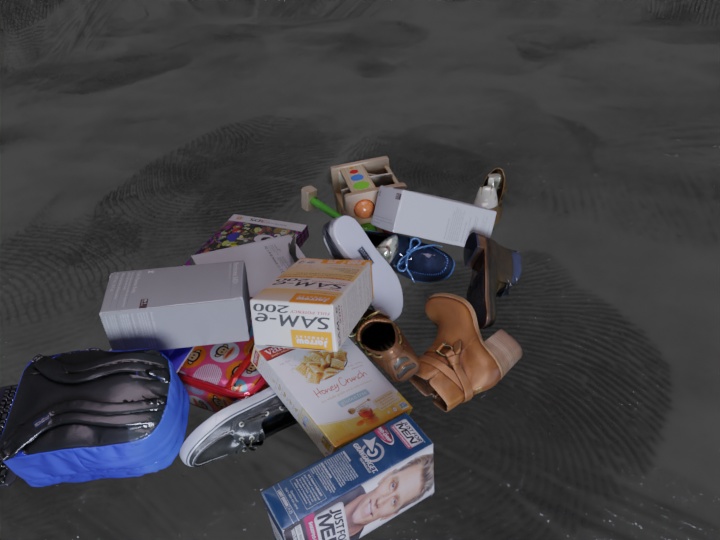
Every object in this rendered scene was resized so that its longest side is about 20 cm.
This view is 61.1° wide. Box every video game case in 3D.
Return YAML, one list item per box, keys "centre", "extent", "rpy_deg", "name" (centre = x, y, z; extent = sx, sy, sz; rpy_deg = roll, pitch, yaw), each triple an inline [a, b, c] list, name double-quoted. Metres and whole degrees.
- centre: [-0.226, -0.040, 1.230]
  extent: [0.181, 0.036, 0.200]
  rpy_deg: [10, 39, 20]
  name: "video game case"

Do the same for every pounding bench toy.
- centre: [-0.015, -0.128, 1.245]
  extent: [0.199, 0.125, 0.156]
  rpy_deg: [-12, 37, -8]
  name: "pounding bench toy"

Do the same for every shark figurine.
- centre: [-0.034, 0.000, 1.119]
  extent: [0.214, 0.129, 0.089]
  rpy_deg: [0, 4, 10]
  name: "shark figurine"

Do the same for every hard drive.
- centre: [-0.191, 0.002, 1.114]
  extent: [0.200, 0.026, 0.132]
  rpy_deg: [-15, 51, -31]
  name: "hard drive"

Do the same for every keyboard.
- centre: [-0.555, 0.246, 0.903]
  extent: [0.127, 0.021, 0.200]
  rpy_deg: [-11, 35, -7]
  name: "keyboard"

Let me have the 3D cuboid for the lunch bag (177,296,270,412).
- centre: [-0.171, 0.136, 0.951]
  extent: [0.176, 0.082, 0.200]
  rpy_deg: [14, 42, 20]
  name: "lunch bag"

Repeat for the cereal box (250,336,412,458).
- centre: [-0.043, 0.159, 0.863]
  extent: [0.144, 0.040, 0.200]
  rpy_deg: [-17, 49, -39]
  name: "cereal box"

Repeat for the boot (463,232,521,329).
- centre: [0.235, 0.020, 1.032]
  extent: [0.097, 0.075, 0.200]
  rpy_deg: [14, 48, -12]
  name: "boot"

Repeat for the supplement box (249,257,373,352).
- centre: [-0.065, 0.044, 0.916]
  extent: [0.126, 0.074, 0.200]
  rpy_deg: [2, 19, 15]
  name: "supplement box"

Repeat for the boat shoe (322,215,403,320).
- centre: [0.000, 0.000, 1.039]
  extent: [0.072, 0.200, 0.068]
  rpy_deg: [-42, 15, -28]
  name: "boat shoe"

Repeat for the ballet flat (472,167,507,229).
- centre: [0.273, -0.158, 1.285]
  extent: [0.068, 0.073, 0.200]
  rpy_deg: [10, 39, 22]
  name: "ballet flat"

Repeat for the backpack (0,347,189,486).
- centre: [-0.329, 0.193, 0.809]
  extent: [0.199, 0.168, 0.163]
  rpy_deg: [-9, 52, 1]
  name: "backpack"

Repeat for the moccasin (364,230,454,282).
- centre: [0.075, -0.026, 1.125]
  extent: [0.200, 0.068, 0.081]
  rpy_deg: [12, 74, 35]
  name: "moccasin"

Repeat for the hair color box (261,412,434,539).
- centre: [-0.008, 0.264, 0.725]
  extent: [0.200, 0.100, 0.061]
  rpy_deg: [-24, 40, -22]
  name: "hair color box"

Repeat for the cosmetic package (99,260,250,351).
- centre: [-0.265, 0.053, 0.901]
  extent: [0.199, 0.090, 0.107]
  rpy_deg: [-9, 35, -6]
  name: "cosmetic package"

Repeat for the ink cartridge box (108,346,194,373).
- centre: [-0.322, 0.105, 0.970]
  extent: [0.200, 0.043, 0.198]
  rpy_deg: [-21, 27, 29]
  name: "ink cartridge box"

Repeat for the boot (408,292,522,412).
- centre: [0.125, 0.118, 0.933]
  extent: [0.154, 0.074, 0.200]
  rpy_deg: [-32, 38, -22]
  name: "boot"

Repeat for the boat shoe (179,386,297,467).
- centre: [-0.150, 0.215, 0.843]
  extent: [0.200, 0.069, 0.057]
  rpy_deg: [-28, 51, -27]
  name: "boat shoe"

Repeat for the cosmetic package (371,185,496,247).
- centre: [0.134, -0.097, 1.129]
  extent: [0.199, 0.081, 0.113]
  rpy_deg: [9, 8, -20]
  name: "cosmetic package"

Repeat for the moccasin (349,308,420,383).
- centre: [0.023, 0.101, 0.937]
  extent: [0.074, 0.078, 0.201]
  rpy_deg: [-34, 22, 0]
  name: "moccasin"
